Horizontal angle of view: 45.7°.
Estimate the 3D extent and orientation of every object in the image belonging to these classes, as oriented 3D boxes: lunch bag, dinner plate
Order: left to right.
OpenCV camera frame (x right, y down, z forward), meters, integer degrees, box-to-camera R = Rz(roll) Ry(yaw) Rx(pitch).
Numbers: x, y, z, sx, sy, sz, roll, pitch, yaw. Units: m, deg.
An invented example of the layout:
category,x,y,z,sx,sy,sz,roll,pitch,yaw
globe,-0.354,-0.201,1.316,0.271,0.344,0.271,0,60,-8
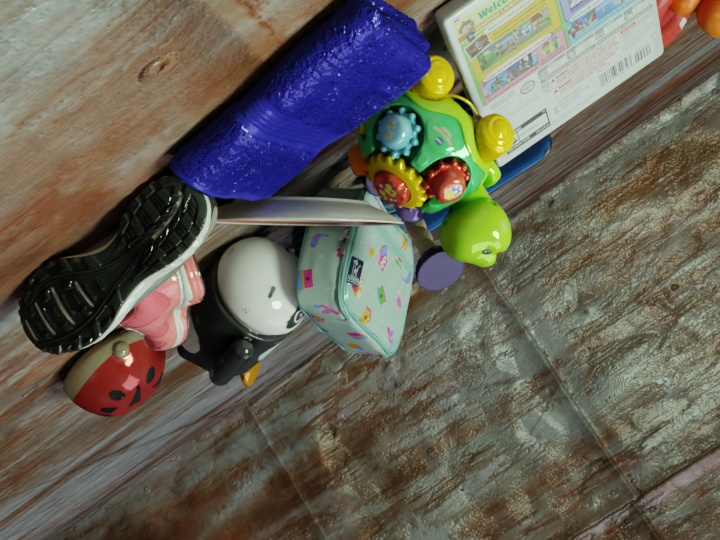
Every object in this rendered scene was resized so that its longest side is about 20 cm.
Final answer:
category,x,y,z,sx,sy,sz,roll,pitch,yaw
dinner plate,-0.056,-0.055,0.822,0.195,0.025,0.200,2,-179,0
lunch bag,0.000,0.000,1.001,0.075,0.164,0.200,5,157,25

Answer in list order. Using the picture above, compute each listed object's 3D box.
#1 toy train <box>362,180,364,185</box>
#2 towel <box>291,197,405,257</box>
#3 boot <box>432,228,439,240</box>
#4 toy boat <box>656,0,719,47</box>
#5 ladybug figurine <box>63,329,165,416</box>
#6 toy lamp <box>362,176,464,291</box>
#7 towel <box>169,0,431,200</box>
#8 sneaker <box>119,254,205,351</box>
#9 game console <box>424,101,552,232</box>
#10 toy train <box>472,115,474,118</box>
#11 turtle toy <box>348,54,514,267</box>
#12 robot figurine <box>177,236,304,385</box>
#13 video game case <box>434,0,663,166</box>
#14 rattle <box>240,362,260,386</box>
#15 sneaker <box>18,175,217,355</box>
category,x,y,z,sx,sy,sz,roll,pitch,yaw
toy train,0.055,-0.125,1.143,0.045,0.035,0.199,-33,174,28
towel,0.008,-0.067,1.139,0.197,0.050,0.111,-19,177,-30
boot,0.124,-0.141,1.269,0.072,0.076,0.202,-2,138,-28
toy boat,0.340,-0.286,0.888,0.132,0.129,0.200,-58,170,4
ladybug figurine,-0.299,0.131,1.067,0.134,0.073,0.200,-31,172,-22
toy lamp,0.046,-0.067,0.898,0.057,0.202,0.059,-12,135,-13
towel,-0.039,-0.124,0.666,0.199,0.050,0.147,-37,173,20
sneaker,-0.219,0.031,0.868,0.085,0.075,0.201,-15,161,-26
game console,0.142,-0.142,1.035,0.198,0.120,0.170,-31,174,26
toy train,0.182,-0.229,0.921,0.116,0.085,0.199,-49,-173,-34
turtle toy,0.068,-0.092,0.789,0.102,0.199,0.145,-53,-169,-24
robot figurine,-0.141,0.048,1.013,0.123,0.153,0.200,-8,155,-45
video game case,0.178,-0.214,0.772,0.198,0.022,0.183,-34,136,0
rattle,-0.079,0.058,1.162,0.195,0.146,0.131,-11,163,-10
sneaker,-0.194,0.001,0.704,0.198,0.075,0.079,-35,178,8
